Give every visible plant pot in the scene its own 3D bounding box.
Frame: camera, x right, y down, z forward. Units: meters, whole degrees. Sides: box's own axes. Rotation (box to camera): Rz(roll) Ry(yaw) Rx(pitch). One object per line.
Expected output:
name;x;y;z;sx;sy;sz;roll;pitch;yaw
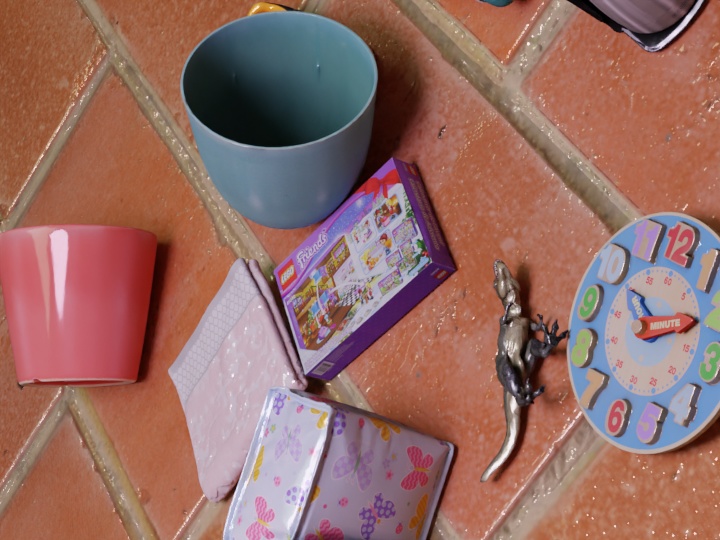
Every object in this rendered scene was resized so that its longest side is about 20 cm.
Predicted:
plant pot;-0.340;0.047;1.744;0.199;0.199;0.180;-9;79;45
plant pot;-0.079;-0.142;1.510;0.162;0.198;0.202;88;163;-51

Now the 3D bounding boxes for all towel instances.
towel;-0.140;0.118;1.588;0.201;0.032;0.192;-54;44;33

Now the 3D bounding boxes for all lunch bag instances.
lunch bag;-0.023;0.228;1.342;0.127;0.169;0.202;17;86;50

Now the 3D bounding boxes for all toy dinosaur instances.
toy dinosaur;0.142;0.088;1.302;0.088;0.047;0.203;156;122;-66

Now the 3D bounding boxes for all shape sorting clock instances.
shape sorting clock;0.240;0.050;1.203;0.199;0.039;0.202;-26;56;47

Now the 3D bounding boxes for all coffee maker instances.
coffee maker;0.185;-0.294;1.278;0.191;0.199;0.136;19;90;48

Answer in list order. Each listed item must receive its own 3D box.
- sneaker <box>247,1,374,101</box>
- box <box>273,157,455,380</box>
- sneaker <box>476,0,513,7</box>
sneaker;-0.058;-0.242;1.613;0.200;0.077;0.079;36;101;45
box;0.000;0.000;1.493;0.200;0.039;0.138;-42;51;30
sneaker;0.097;-0.307;1.480;0.080;0.071;0.201;-58;38;22
